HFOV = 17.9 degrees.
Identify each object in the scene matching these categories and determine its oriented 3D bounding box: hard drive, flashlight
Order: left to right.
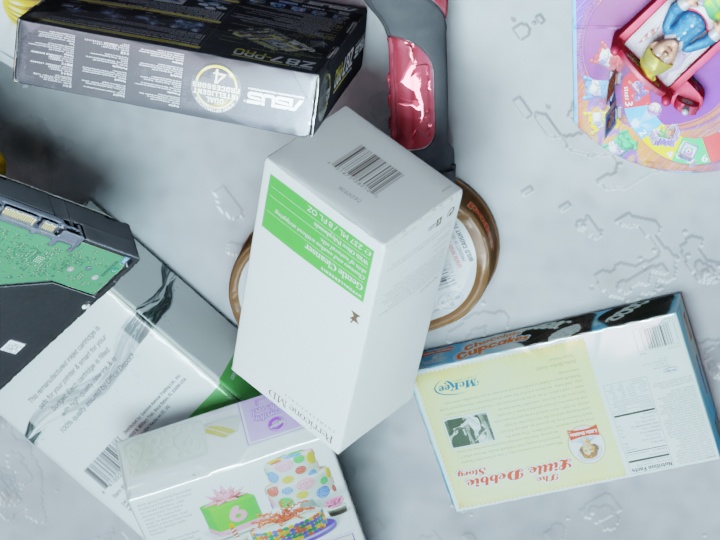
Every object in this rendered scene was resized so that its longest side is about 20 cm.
[{"bbox_3d":[-0.263,0.020,1.531,0.200,0.038,0.139,-41,142,26],"label":"hard drive"},{"bbox_3d":[0.028,-0.128,1.499,0.067,0.068,0.202,2,102,9],"label":"flashlight"}]

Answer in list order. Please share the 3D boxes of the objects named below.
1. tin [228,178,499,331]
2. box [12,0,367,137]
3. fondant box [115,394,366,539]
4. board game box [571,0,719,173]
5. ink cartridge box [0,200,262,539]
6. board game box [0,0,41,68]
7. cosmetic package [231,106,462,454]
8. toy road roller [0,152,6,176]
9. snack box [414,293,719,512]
[{"bbox_3d":[0.000,0.000,1.600,0.199,0.042,0.113,-20,103,20],"label":"tin"},{"bbox_3d":[-0.106,-0.148,1.487,0.199,0.161,0.049,11,111,7],"label":"box"},{"bbox_3d":[-0.075,0.179,1.618,0.143,0.058,0.201,-18,138,-1],"label":"fondant box"},{"bbox_3d":[0.213,-0.151,1.481,0.157,0.039,0.201,2,114,12],"label":"board game box"},{"bbox_3d":[-0.175,0.071,1.643,0.200,0.083,0.147,42,116,-8],"label":"ink cartridge box"},{"bbox_3d":[-0.285,-0.240,1.558,0.199,0.035,0.127,31,117,-2],"label":"board game box"},{"bbox_3d":[-0.011,0.008,1.490,0.107,0.085,0.201,35,138,23],"label":"cosmetic package"},{"bbox_3d":[-0.311,-0.064,1.545,0.146,0.122,0.201,49,144,33],"label":"toy road roller"},{"bbox_3d":[0.144,0.095,1.607,0.199,0.037,0.117,-13,109,18],"label":"snack box"}]
